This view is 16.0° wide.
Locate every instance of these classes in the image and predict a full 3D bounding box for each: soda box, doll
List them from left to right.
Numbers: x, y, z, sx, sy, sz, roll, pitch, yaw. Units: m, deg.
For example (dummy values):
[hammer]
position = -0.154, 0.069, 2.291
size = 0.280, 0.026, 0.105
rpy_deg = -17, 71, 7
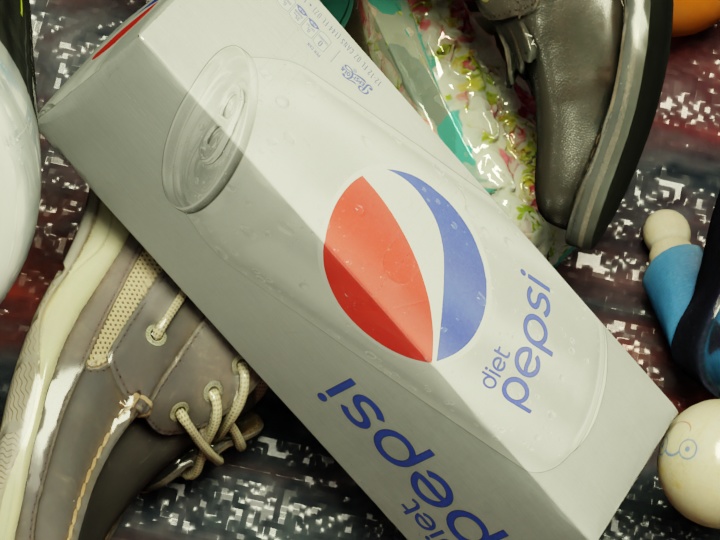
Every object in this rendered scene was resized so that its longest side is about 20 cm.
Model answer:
[soda box]
position = 0.000, 0.000, 0.760
size = 0.200, 0.068, 0.064
rpy_deg = 49, 49, -11
[doll]
position = 0.136, -0.015, 0.802
size = 0.048, 0.136, 0.201
rpy_deg = 26, 75, -36

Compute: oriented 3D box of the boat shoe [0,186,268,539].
[boat shoe]
position = -0.062, 0.026, 0.786
size = 0.073, 0.075, 0.201
rpy_deg = 15, 67, 1

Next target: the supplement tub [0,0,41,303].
[supplement tub]
position = -0.156, -0.065, 0.750
size = 0.121, 0.123, 0.200
rpy_deg = -3, 29, -7

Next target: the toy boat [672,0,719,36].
[toy boat]
position = 0.104, -0.146, 0.870
size = 0.198, 0.130, 0.132
rpy_deg = -9, 97, -9

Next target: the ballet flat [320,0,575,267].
[ballet flat]
position = 0.018, -0.082, 0.849
size = 0.064, 0.076, 0.201
rpy_deg = -23, 79, -25

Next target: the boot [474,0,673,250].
[boot]
position = 0.008, -0.111, 0.784
size = 0.173, 0.069, 0.202
rpy_deg = 3, 94, 12
